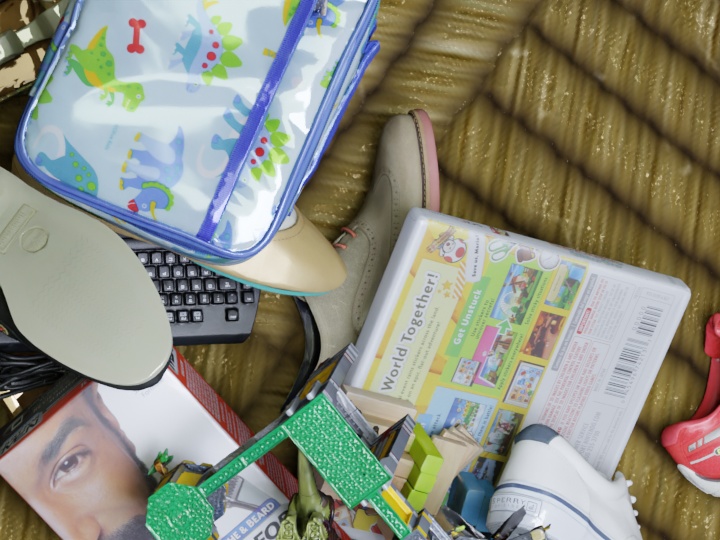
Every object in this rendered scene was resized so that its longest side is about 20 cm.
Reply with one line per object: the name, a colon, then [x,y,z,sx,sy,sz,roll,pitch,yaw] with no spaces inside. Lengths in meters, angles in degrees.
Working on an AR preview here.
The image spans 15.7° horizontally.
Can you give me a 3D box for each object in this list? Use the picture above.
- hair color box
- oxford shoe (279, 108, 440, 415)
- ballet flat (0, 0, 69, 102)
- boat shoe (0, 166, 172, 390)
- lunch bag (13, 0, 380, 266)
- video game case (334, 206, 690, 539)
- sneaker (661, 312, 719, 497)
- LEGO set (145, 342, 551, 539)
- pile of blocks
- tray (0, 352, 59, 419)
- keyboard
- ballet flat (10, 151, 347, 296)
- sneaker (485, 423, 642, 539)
hair color box: [-0.098,0.135,1.454,0.111,0.064,0.200,-40,105,6]
oxford shoe: [0.000,0.000,1.529,0.074,0.070,0.201,11,85,-10]
ballet flat: [-0.193,-0.133,1.493,0.199,0.071,0.071,-29,94,-13]
boat shoe: [-0.173,0.002,1.408,0.201,0.063,0.074,35,72,24]
lunch bag: [-0.082,-0.112,1.405,0.160,0.082,0.201,26,86,-1]
video game case: [0.075,0.076,1.514,0.181,0.023,0.201,14,108,-23]
sneaker: [0.253,0.043,1.585,0.085,0.077,0.200,35,80,-4]
LEGO set: [-0.010,0.138,1.399,0.200,0.116,0.154,43,106,-3]
pile of blocks: [0.053,0.144,1.489,0.082,0.062,0.200,-44,119,5]
tray: [-0.156,0.064,1.509,0.098,0.037,0.200,-34,96,-12]
keyboard: [-0.152,0.019,1.474,0.199,0.040,0.105,-3,87,-12]
ballet flat: [-0.098,-0.040,1.461,0.199,0.069,0.063,16,121,-4]
sneaker: [0.140,0.152,1.514,0.200,0.073,0.071,46,58,-52]
